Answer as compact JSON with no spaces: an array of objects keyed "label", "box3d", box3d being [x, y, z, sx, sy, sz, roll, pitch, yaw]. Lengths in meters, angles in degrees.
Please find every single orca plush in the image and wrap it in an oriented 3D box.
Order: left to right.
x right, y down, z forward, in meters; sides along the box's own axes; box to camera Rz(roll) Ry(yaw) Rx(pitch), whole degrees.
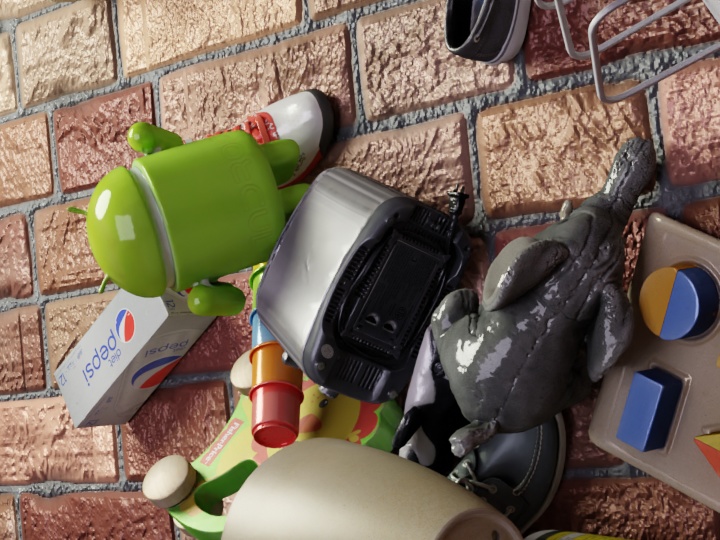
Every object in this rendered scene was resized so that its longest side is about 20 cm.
[{"label":"orca plush","box3d":[0.069,0.138,1.531,0.071,0.105,0.201,18,105,13]}]

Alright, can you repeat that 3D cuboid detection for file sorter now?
[{"label":"file sorter","box3d":[0.170,-0.237,1.314,0.124,0.139,0.200,-29,65,-1]}]

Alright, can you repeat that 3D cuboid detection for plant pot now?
[{"label":"plant pot","box3d":[0.026,0.218,1.383,0.200,0.187,0.188,-6,88,55]}]

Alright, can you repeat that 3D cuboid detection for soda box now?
[{"label":"soda box","box3d":[-0.220,0.073,1.844,0.200,0.063,0.068,-48,57,37]}]

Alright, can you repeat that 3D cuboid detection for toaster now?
[{"label":"toaster","box3d":[0.000,0.000,1.545,0.129,0.113,0.201,33,99,53]}]

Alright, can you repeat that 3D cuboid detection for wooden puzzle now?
[{"label":"wooden puzzle","box3d":[0.247,0.076,1.348,0.200,0.046,0.186,30,114,43]}]

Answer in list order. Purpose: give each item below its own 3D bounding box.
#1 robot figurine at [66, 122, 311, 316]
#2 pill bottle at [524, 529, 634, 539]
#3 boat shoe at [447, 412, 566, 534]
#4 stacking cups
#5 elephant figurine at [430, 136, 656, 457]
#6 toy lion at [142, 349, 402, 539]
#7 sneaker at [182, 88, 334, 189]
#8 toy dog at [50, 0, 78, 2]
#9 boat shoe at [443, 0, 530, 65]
[{"label":"robot figurine","box3d":[-0.140,-0.048,1.596,0.116,0.199,0.176,126,124,-71]},{"label":"pill bottle","box3d":[0.201,0.251,1.360,0.200,0.112,0.113,-1,92,48]},{"label":"boat shoe","box3d":[0.098,0.182,1.505,0.073,0.062,0.200,48,125,34]},{"label":"stacking cups","box3d":[-0.065,0.057,1.623,0.060,0.060,0.201,-41,39,40]},{"label":"elephant figurine","box3d":[0.142,0.017,1.386,0.200,0.141,0.156,-55,47,39]},{"label":"toy lion","box3d":[-0.064,0.155,1.615,0.191,0.069,0.200,19,64,49]},{"label":"sneaker","box3d":[-0.118,-0.099,1.690,0.201,0.108,0.067,-32,69,43]},{"label":"toy dog","box3d":[-0.286,-0.378,1.859,0.194,0.139,0.201,116,141,-79]},{"label":"boat shoe","box3d":[0.097,-0.261,1.477,0.070,0.066,0.201,21,108,45]}]
